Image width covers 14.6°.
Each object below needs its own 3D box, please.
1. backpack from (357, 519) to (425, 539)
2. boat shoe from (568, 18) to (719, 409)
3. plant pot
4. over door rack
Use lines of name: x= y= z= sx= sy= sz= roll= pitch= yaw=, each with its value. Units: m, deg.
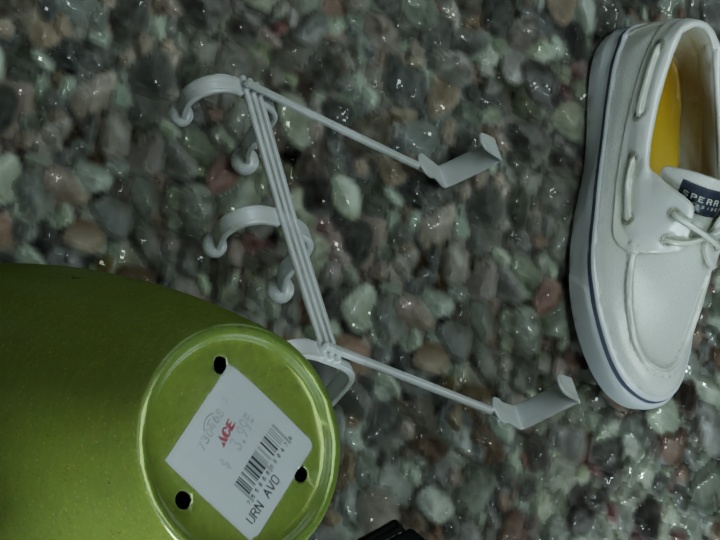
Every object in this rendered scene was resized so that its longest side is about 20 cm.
backpack: x=0.015 y=0.219 z=1.206 sx=0.190 sy=0.200 sz=0.154 roll=17 pitch=45 yaw=-51
boat shoe: x=0.155 y=-0.031 z=1.423 sx=0.071 sy=0.070 sz=0.201 roll=14 pitch=75 yaw=-34
plant pot: x=-0.101 y=0.077 z=1.137 sx=0.187 sy=0.200 sz=0.188 roll=7 pitch=79 yaw=-36
over door rack: x=0.000 y=0.000 z=1.287 sx=0.200 sy=0.067 sz=0.148 roll=11 pitch=55 yaw=-47
